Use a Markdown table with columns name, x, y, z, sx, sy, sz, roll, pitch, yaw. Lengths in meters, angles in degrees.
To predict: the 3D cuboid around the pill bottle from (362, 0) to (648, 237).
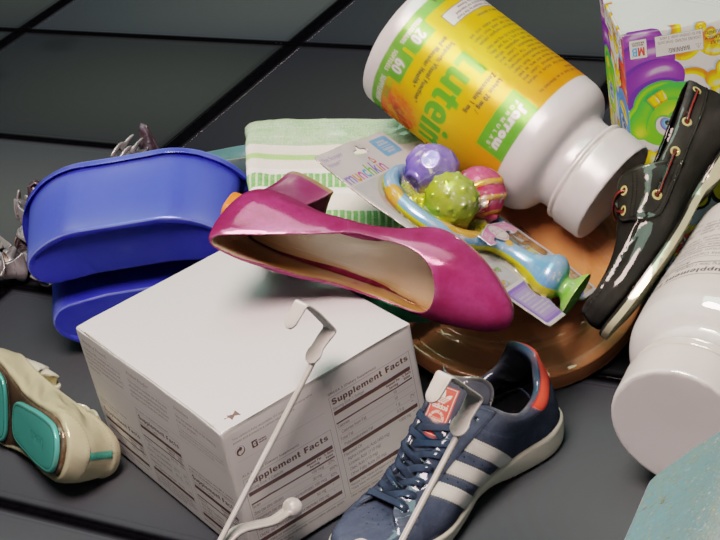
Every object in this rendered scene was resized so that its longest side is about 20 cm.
| name | x | y | z | sx | sy | sz | roll | pitch | yaw |
| --- | --- | --- | --- | --- | --- | --- | --- | --- | --- |
| pill bottle | 0.109 | -0.116 | 1.213 | 0.200 | 0.111 | 0.111 | 40 | 51 | 17 |

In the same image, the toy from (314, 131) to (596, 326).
| name | x | y | z | sx | sy | sz | roll | pitch | yaw |
| --- | --- | --- | --- | --- | --- | --- | --- | --- | --- |
| toy | 0.078 | -0.045 | 1.148 | 0.200 | 0.047 | 0.115 | 39 | 25 | 12 |

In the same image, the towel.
| name | x | y | z | sx | sy | sz | roll | pitch | yaw |
| --- | --- | --- | --- | --- | --- | --- | --- | --- | --- |
| towel | -0.009 | -0.060 | 1.224 | 0.151 | 0.024 | 0.200 | -2 | 35 | -4 |

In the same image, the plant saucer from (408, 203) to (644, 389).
| name | x | y | z | sx | sy | sz | roll | pitch | yaw |
| --- | --- | --- | --- | --- | --- | --- | --- | --- | --- |
| plant saucer | 0.111 | 0.001 | 1.217 | 0.199 | 0.032 | 0.201 | -2 | 51 | 2 |

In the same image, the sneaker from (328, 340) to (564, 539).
| name | x | y | z | sx | sy | sz | roll | pitch | yaw |
| --- | --- | --- | --- | --- | --- | --- | --- | --- | --- |
| sneaker | 0.051 | 0.114 | 1.065 | 0.075 | 0.085 | 0.200 | 18 | 42 | 41 |

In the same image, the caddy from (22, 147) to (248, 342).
| name | x | y | z | sx | sy | sz | roll | pitch | yaw |
| --- | --- | --- | --- | --- | --- | --- | --- | --- | --- |
| caddy | -0.174 | -0.024 | 1.316 | 0.199 | 0.142 | 0.105 | -8 | 44 | 6 |

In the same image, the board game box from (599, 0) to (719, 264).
| name | x | y | z | sx | sy | sz | roll | pitch | yaw |
| --- | --- | --- | --- | --- | --- | --- | --- | --- | --- |
| board game box | 0.248 | -0.115 | 1.260 | 0.104 | 0.201 | 0.103 | -10 | 30 | 3 |

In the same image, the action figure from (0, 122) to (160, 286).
| name | x | y | z | sx | sy | sz | roll | pitch | yaw |
| --- | --- | --- | --- | --- | --- | --- | --- | --- | --- |
| action figure | -0.252 | -0.049 | 1.473 | 0.200 | 0.070 | 0.130 | -33 | 45 | -25 |

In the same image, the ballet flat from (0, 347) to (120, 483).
| name | x | y | z | sx | sy | sz | roll | pitch | yaw |
| --- | --- | --- | --- | --- | --- | --- | --- | --- | --- |
| ballet flat | -0.241 | 0.104 | 1.225 | 0.069 | 0.070 | 0.200 | -28 | 36 | -26 |

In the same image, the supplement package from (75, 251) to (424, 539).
| name | x | y | z | sx | sy | sz | roll | pitch | yaw |
| --- | --- | --- | --- | --- | --- | --- | --- | --- | --- |
| supplement package | -0.074 | 0.082 | 1.141 | 0.155 | 0.111 | 0.200 | -29 | 34 | -26 |

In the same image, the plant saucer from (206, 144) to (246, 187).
| name | x | y | z | sx | sy | sz | roll | pitch | yaw |
| --- | --- | --- | --- | --- | --- | --- | --- | --- | --- |
| plant saucer | -0.066 | -0.094 | 1.393 | 0.199 | 0.028 | 0.200 | -9 | 8 | 1 |

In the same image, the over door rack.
| name | x | y | z | sx | sy | sz | roll | pitch | yaw |
| --- | --- | --- | --- | --- | --- | --- | --- | --- | --- |
| over door rack | -0.008 | 0.137 | 0.979 | 0.066 | 0.201 | 0.147 | 17 | 3 | -45 |

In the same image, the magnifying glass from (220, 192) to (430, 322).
| name | x | y | z | sx | sy | sz | roll | pitch | yaw |
| --- | --- | --- | --- | --- | --- | --- | --- | --- | --- |
| magnifying glass | -0.012 | -0.016 | 1.209 | 0.199 | 0.022 | 0.080 | 21 | 54 | 18 |

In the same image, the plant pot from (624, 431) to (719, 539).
| name | x | y | z | sx | sy | sz | roll | pitch | yaw |
| --- | --- | --- | --- | --- | --- | --- | --- | --- | --- |
| plant pot | 0.231 | 0.177 | 0.802 | 0.199 | 0.197 | 0.197 | -6 | 29 | 32 |

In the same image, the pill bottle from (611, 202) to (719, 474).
| name | x | y | z | sx | sy | sz | roll | pitch | yaw |
| --- | --- | --- | --- | --- | --- | --- | --- | --- | --- |
| pill bottle | 0.241 | 0.045 | 1.082 | 0.114 | 0.115 | 0.200 | 7 | 35 | 29 |

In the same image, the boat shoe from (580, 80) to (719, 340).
| name | x | y | z | sx | sy | sz | roll | pitch | yaw |
| --- | --- | --- | --- | --- | --- | --- | --- | --- | --- |
| boat shoe | 0.204 | -0.043 | 1.145 | 0.063 | 0.074 | 0.202 | 31 | 72 | 6 |

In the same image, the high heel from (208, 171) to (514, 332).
| name | x | y | z | sx | sy | sz | roll | pitch | yaw |
| --- | --- | --- | --- | --- | --- | --- | --- | --- | --- |
| high heel | 0.000 | 0.000 | 1.081 | 0.199 | 0.068 | 0.096 | 33 | 40 | 16 |
